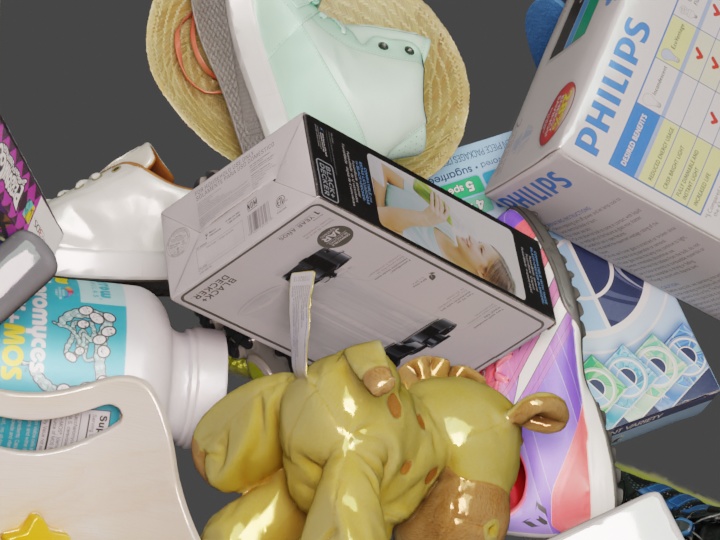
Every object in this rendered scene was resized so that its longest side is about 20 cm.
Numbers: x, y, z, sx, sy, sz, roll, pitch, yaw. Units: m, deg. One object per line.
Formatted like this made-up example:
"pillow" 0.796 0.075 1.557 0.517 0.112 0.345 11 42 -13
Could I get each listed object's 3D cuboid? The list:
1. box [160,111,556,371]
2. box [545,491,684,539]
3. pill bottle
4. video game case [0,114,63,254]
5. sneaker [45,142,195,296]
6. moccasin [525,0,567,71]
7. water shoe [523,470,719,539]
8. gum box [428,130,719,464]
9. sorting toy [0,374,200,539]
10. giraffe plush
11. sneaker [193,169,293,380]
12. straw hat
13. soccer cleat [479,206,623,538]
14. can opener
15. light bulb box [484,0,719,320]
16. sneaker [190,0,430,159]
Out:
"box" 0.000 0.000 1.637 0.200 0.117 0.060 27 41 -40
"box" 0.113 0.252 1.598 0.200 0.131 0.199 -26 79 -4
"pill bottle" -0.178 0.058 1.657 0.200 0.111 0.111 5 65 -13
"video game case" -0.281 -0.069 1.610 0.200 0.181 0.036 9 62 18
"sneaker" -0.152 -0.030 1.702 0.200 0.073 0.085 1 79 7
"moccasin" 0.181 -0.098 1.855 0.068 0.080 0.200 -39 95 -31
"water shoe" 0.192 0.154 1.731 0.200 0.079 0.072 20 62 -6
"gum box" 0.098 0.018 1.788 0.170 0.045 0.200 -18 72 -21
"sorting toy" -0.171 0.147 1.585 0.200 0.107 0.180 0 92 -16
"giraffe plush" 0.018 0.108 1.616 0.162 0.172 0.200 9 97 -38
"sneaker" -0.037 0.028 1.744 0.080 0.078 0.200 -26 79 -43
"straw hat" -0.042 -0.100 1.777 0.201 0.085 0.201 11 53 -15
"soccer cleat" 0.094 0.058 1.710 0.073 0.068 0.200 -9 72 -12
"can opener" -0.253 0.040 1.557 0.200 0.053 0.067 -43 95 -15
"light bulb box" 0.211 -0.095 1.753 0.200 0.125 0.198 28 71 -12
"sneaker" -0.027 -0.142 1.708 0.118 0.074 0.201 -10 70 -20
